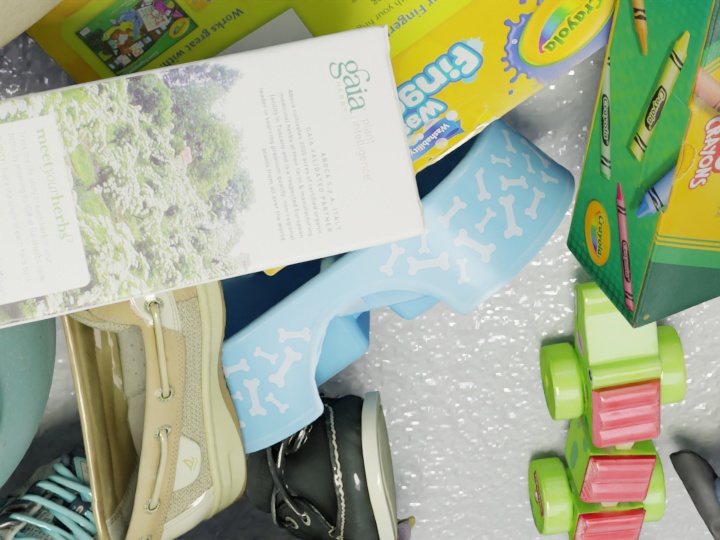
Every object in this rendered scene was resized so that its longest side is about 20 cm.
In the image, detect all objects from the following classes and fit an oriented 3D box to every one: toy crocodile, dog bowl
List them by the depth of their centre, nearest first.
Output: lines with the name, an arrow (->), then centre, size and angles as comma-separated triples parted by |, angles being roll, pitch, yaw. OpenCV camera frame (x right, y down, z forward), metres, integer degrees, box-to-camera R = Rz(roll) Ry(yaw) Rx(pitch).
dog bowl -> 0.000, 0.000, 0.932 | 0.200, 0.112, 0.050 | -35, 109, 15
toy crocodile -> 0.124, 0.087, 1.047 | 0.067, 0.062, 0.200 | -5, 126, -8

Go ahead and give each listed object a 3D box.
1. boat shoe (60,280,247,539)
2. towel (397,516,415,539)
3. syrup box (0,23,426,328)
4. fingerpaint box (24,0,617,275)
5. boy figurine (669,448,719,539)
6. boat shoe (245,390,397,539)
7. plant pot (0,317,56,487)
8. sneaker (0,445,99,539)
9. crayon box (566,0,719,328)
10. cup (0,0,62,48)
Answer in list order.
boat shoe -> -0.100, 0.030, 0.879 | 0.063, 0.073, 0.201 | -34, 132, -33
towel -> -0.065, 0.192, 1.063 | 0.200, 0.023, 0.144 | -19, 148, -17
syrup box -> -0.084, -0.031, 0.777 | 0.200, 0.081, 0.079 | -13, 94, -15
fingerpaint box -> -0.011, -0.119, 0.858 | 0.200, 0.073, 0.167 | -35, 124, 15
boy figurine -> 0.256, 0.073, 1.054 | 0.200, 0.064, 0.124 | -33, 153, 11
boat shoe -> -0.020, 0.093, 0.963 | 0.066, 0.199, 0.075 | -5, 89, -2
plant pot -> -0.214, 0.042, 0.865 | 0.200, 0.134, 0.201 | -6, 111, -16
sneaker -> -0.145, 0.119, 0.954 | 0.078, 0.200, 0.086 | 40, 97, 0
crayon box -> 0.161, -0.078, 0.864 | 0.119, 0.058, 0.200 | -20, 141, -23
cup -> -0.172, -0.146, 0.751 | 0.143, 0.200, 0.201 | -12, 130, -27
